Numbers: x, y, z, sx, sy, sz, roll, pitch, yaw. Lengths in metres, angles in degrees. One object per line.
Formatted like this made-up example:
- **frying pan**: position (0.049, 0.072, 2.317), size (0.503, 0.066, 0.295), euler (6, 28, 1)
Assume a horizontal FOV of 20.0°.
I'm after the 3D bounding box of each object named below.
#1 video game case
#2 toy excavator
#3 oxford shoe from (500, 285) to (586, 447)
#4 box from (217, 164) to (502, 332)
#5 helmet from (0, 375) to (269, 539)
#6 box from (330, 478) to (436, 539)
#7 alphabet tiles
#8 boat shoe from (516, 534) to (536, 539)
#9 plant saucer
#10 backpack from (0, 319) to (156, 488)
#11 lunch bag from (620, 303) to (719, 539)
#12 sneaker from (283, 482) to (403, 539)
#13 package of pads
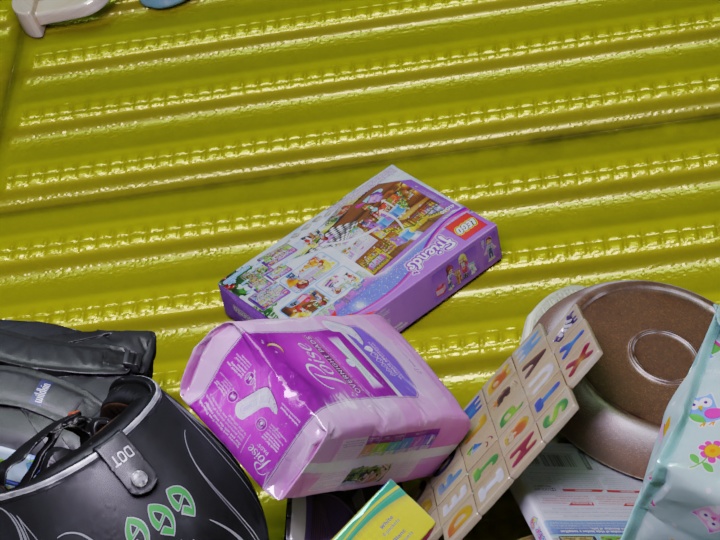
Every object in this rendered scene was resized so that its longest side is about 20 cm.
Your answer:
- **video game case**: position (0.188, 0.188, 1.393), size (0.142, 0.018, 0.201), euler (4, 34, -23)
- **toy excavator**: position (-0.237, -0.310, 2.094), size (0.193, 0.100, 0.201), euler (16, 56, 32)
- **oxford shoe**: position (0.143, 0.081, 1.548), size (0.075, 0.058, 0.200), euler (30, 43, 2)
- **box**: position (0.000, 0.000, 1.696), size (0.199, 0.039, 0.137), euler (-35, 44, -24)
- **helmet**: position (-0.154, 0.189, 1.385), size (0.199, 0.192, 0.200), euler (-27, 15, 8)
- **box**: position (-0.039, 0.231, 1.351), size (0.048, 0.117, 0.200), euler (41, 75, 5)
- **alphabet tiles**: position (0.096, 0.114, 1.445), size (0.200, 0.006, 0.167), euler (-50, 14, 12)
- **boat shoe**: position (0.067, 0.231, 1.386), size (0.198, 0.072, 0.068), euler (-12, 39, -17)
- **plant saucer**: position (0.221, 0.073, 1.506), size (0.198, 0.032, 0.201), euler (7, 42, -6)
- **backpack**: position (-0.273, 0.111, 1.576), size (0.198, 0.154, 0.164), euler (15, 49, 0)
- **lunch bag**: position (0.289, 0.120, 1.386), size (0.169, 0.122, 0.201), euler (24, 49, 9)
- **sneaker**: position (-0.010, 0.155, 1.508), size (0.087, 0.076, 0.201), euler (5, 44, -2)
- **package of pads**: position (-0.021, 0.091, 1.424), size (0.120, 0.076, 0.199), euler (45, 23, 26)
